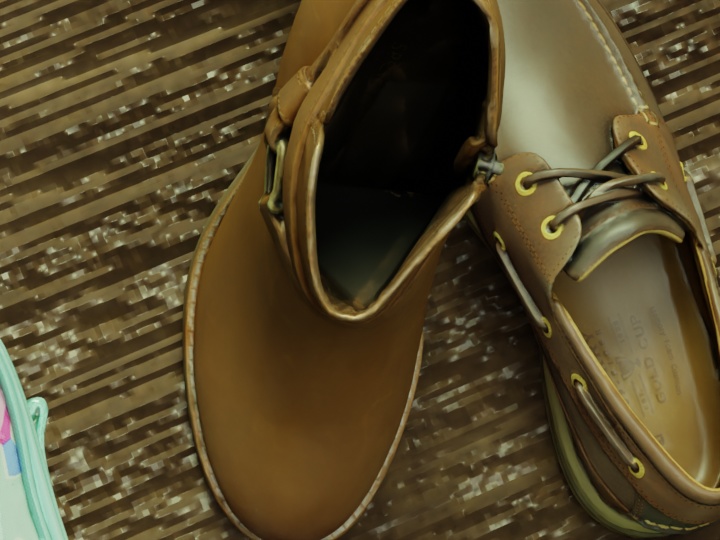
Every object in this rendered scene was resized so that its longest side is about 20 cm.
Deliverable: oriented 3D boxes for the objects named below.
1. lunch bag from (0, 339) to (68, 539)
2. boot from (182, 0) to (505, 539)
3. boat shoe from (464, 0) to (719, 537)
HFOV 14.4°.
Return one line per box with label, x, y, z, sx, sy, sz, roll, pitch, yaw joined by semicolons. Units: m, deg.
lunch bag;-0.150;0.103;0.796;0.160;0.077;0.200;-19;89;-13
boot;0.000;0.000;0.785;0.077;0.155;0.200;16;100;-9
boat shoe;0.073;-0.016;0.860;0.072;0.068;0.200;-21;90;-13
